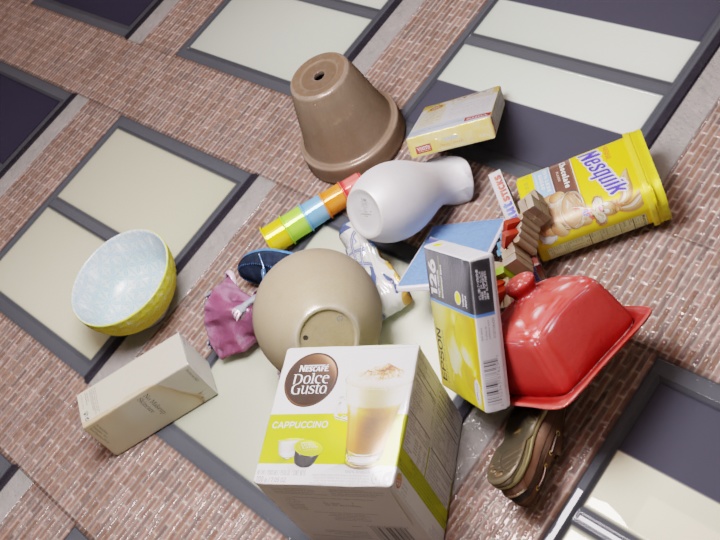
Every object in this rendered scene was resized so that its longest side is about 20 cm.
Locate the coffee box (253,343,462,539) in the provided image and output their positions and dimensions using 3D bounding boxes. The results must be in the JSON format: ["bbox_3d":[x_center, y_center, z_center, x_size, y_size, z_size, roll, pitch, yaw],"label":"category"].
[{"bbox_3d":[0.005,0.233,1.314,0.196,0.201,0.201,-3,54,25],"label":"coffee box"}]

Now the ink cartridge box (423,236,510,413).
[{"bbox_3d":[0.129,0.066,1.329,0.046,0.202,0.199,-13,12,-19],"label":"ink cartridge box"}]

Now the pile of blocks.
[{"bbox_3d":[0.206,-0.027,1.406,0.081,0.062,0.203,3,69,48],"label":"pile of blocks"}]

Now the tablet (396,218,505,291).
[{"bbox_3d":[0.141,-0.024,1.507,0.128,0.014,0.201,-6,28,27],"label":"tablet"}]

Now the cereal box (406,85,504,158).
[{"bbox_3d":[0.161,-0.246,1.641,0.141,0.040,0.201,-13,21,19],"label":"cereal box"}]

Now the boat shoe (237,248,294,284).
[{"bbox_3d":[-0.125,0.010,1.632,0.197,0.085,0.069,2,51,32],"label":"boat shoe"}]

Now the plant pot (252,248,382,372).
[{"bbox_3d":[-0.055,0.081,1.434,0.199,0.202,0.135,-34,15,0],"label":"plant pot"}]

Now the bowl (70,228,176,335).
[{"bbox_3d":[-0.394,0.041,1.735,0.197,0.108,0.203,-14,50,17],"label":"bowl"}]

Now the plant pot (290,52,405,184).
[{"bbox_3d":[-0.039,-0.284,1.748,0.197,0.175,0.203,-15,49,17],"label":"plant pot"}]

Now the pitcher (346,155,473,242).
[{"bbox_3d":[0.058,-0.121,1.590,0.198,0.124,0.170,-25,20,-38],"label":"pitcher"}]

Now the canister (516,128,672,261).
[{"bbox_3d":[0.342,-0.108,1.473,0.197,0.087,0.150,-21,48,15],"label":"canister"}]

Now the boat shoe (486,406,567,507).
[{"bbox_3d":[0.230,0.220,1.298,0.072,0.068,0.201,-27,22,48],"label":"boat shoe"}]

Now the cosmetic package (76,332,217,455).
[{"bbox_3d":[-0.341,0.199,1.592,0.198,0.104,0.074,-31,48,5],"label":"cosmetic package"}]

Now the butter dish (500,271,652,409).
[{"bbox_3d":[0.241,0.069,1.294,0.199,0.149,0.199,-40,13,-22],"label":"butter dish"}]

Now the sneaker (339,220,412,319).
[{"bbox_3d":[0.000,0.000,1.579,0.088,0.076,0.201,-35,46,-1],"label":"sneaker"}]

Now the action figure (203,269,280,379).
[{"bbox_3d":[-0.155,0.082,1.599,0.196,0.136,0.150,-5,30,26],"label":"action figure"}]

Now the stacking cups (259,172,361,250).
[{"bbox_3d":[-0.077,-0.101,1.707,0.198,0.061,0.061,-32,47,2],"label":"stacking cups"}]

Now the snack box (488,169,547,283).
[{"bbox_3d":[0.239,-0.060,1.498,0.024,0.072,0.202,-23,48,10],"label":"snack box"}]
